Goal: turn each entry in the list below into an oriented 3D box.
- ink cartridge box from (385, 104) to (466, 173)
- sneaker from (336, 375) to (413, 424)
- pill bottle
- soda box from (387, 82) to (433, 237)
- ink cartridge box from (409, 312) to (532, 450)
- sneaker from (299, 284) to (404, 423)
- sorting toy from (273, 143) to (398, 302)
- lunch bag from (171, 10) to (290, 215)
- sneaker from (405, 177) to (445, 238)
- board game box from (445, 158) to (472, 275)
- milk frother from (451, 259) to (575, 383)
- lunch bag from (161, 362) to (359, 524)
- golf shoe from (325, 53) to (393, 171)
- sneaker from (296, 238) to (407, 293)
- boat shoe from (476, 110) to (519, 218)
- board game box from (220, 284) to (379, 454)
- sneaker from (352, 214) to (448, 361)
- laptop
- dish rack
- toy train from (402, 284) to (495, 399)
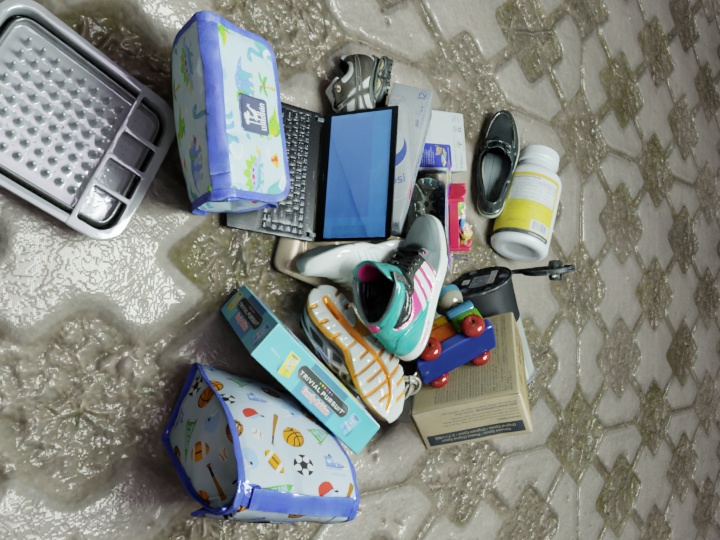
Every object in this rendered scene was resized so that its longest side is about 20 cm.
[{"bbox_3d":[0.102,-0.215,0.957,0.195,0.038,0.104,-6,94,-43],"label":"ink cartridge box"},{"bbox_3d":[0.052,0.163,0.882,0.197,0.072,0.119,30,73,-36],"label":"sneaker"},{"bbox_3d":[0.323,-0.130,1.104,0.111,0.110,0.207,30,70,-36],"label":"pill bottle"},{"bbox_3d":[0.053,-0.159,0.831,0.068,0.061,0.207,67,38,-76],"label":"soda box"},{"bbox_3d":[0.169,0.164,0.878,0.077,0.160,0.202,64,23,-23],"label":"ink cartridge box"},{"bbox_3d":[-0.012,0.117,0.780,0.077,0.077,0.203,-28,80,-40],"label":"sneaker"},{"bbox_3d":[-0.026,-0.060,0.847,0.196,0.036,0.192,22,74,-35],"label":"sorting toy"},{"bbox_3d":[-0.144,-0.154,0.620,0.122,0.200,0.177,-7,92,-5],"label":"lunch bag"},{"bbox_3d":[0.106,-0.047,0.932,0.086,0.075,0.208,-57,155,-74],"label":"sneaker"},{"bbox_3d":[0.163,-0.084,0.935,0.200,0.037,0.165,41,51,-74],"label":"board game box"},{"bbox_3d":[0.280,0.088,1.006,0.179,0.196,0.194,-34,111,-40],"label":"milk frother"},{"bbox_3d":[-0.111,0.212,0.646,0.167,0.198,0.128,23,91,-39],"label":"lunch bag"},{"bbox_3d":[-0.012,-0.223,0.835,0.091,0.078,0.207,13,68,-4],"label":"golf shoe"},{"bbox_3d":[0.000,0.000,0.799,0.195,0.069,0.084,-5,94,-38],"label":"sneaker"},{"bbox_3d":[0.251,-0.205,1.058,0.066,0.072,0.207,32,72,-74],"label":"boat shoe"},{"bbox_3d":[-0.076,0.120,0.714,0.047,0.150,0.201,-44,119,-9],"label":"board game box"},{"bbox_3d":[0.047,0.001,0.755,0.120,0.082,0.207,31,63,-42],"label":"sneaker"},{"bbox_3d":[-0.061,-0.137,0.742,0.194,0.102,0.185,9,80,-30],"label":"laptop"},{"bbox_3d":[-0.306,-0.147,0.590,0.198,0.043,0.176,36,67,-35],"label":"dish rack"},{"bbox_3d":[0.087,0.105,0.836,0.195,0.117,0.086,-27,134,-3],"label":"toy train"}]
